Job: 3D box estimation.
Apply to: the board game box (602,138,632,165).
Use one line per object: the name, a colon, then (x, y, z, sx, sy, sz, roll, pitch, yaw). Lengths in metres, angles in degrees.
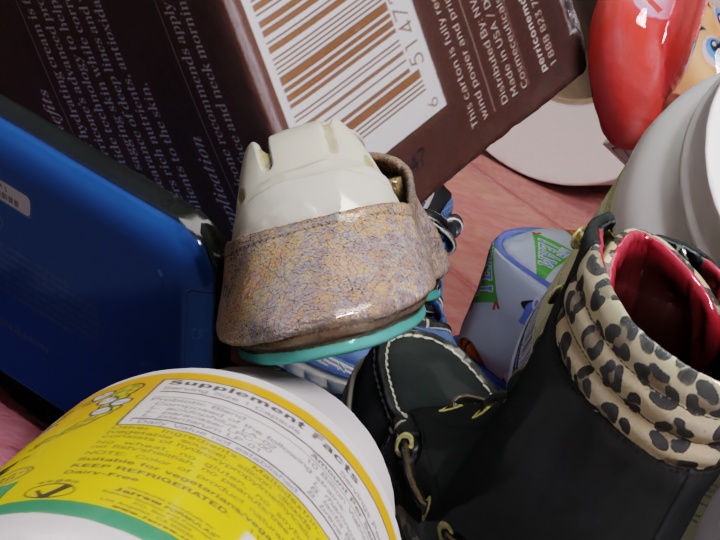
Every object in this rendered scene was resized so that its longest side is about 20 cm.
board game box: (0.206, -0.006, 1.133, 0.200, 0.035, 0.126, 43, -10, -8)

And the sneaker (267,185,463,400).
sneaker: (0.000, 0.000, 1.009, 0.078, 0.089, 0.200, 28, 11, -33)

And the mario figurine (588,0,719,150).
mario figurine: (0.179, -0.059, 1.005, 0.200, 0.106, 0.123, 33, 6, -14)

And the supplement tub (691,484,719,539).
supplement tub: (0.205, 0.132, 0.776, 0.199, 0.141, 0.140, 17, 17, -13)

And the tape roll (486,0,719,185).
tape roll: (0.160, -0.151, 1.516, 0.202, 0.204, 0.139, 31, 19, 30)

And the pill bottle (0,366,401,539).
pill bottle: (-0.051, 0.088, 0.643, 0.112, 0.113, 0.200, 23, 17, 7)

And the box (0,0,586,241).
box: (-0.052, -0.115, 0.998, 0.199, 0.167, 0.164, 7, 37, 45)

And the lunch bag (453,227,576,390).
lunch bag: (0.139, 0.049, 1.082, 0.160, 0.076, 0.200, 36, 21, 34)

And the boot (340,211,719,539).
boot: (0.060, 0.042, 0.810, 0.073, 0.154, 0.204, 11, 30, -21)

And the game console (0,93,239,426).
game console: (-0.093, -0.009, 0.910, 0.200, 0.171, 0.118, 29, 45, 27)

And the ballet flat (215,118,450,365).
ballet flat: (-0.012, -0.012, 0.791, 0.068, 0.068, 0.200, -13, 2, 4)

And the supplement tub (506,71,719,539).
supplement tub: (0.142, 0.018, 0.878, 0.144, 0.200, 0.146, 6, 62, -12)
